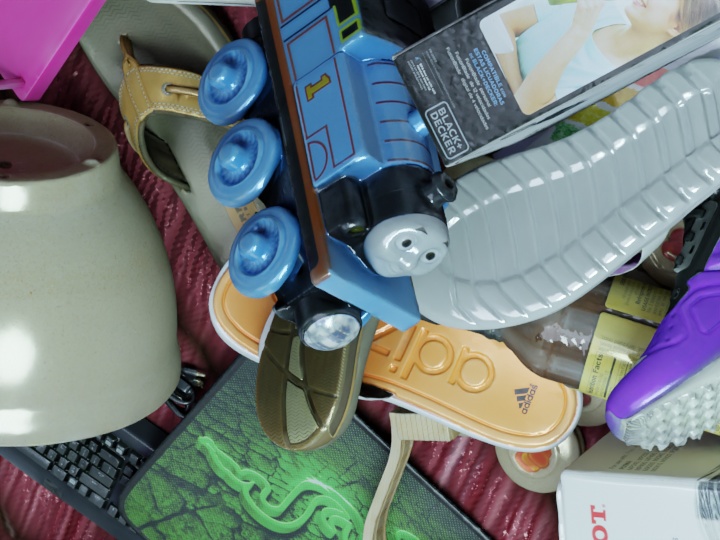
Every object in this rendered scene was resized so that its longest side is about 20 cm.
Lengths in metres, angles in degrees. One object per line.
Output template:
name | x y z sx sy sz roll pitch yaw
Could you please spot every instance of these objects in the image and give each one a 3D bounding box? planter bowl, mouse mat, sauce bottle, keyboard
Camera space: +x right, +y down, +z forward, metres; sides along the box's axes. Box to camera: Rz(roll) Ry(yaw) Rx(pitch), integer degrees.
planter bowl | -0.193 -0.010 1.601 0.200 0.200 0.135 16 117 23
mouse mat | -0.027 0.150 1.673 0.200 0.008 0.161 42 120 1
sauce bottle | 0.128 0.033 1.511 0.200 0.065 0.065 19 115 7
keyboard | -0.158 0.081 1.725 0.200 0.021 0.127 33 119 14

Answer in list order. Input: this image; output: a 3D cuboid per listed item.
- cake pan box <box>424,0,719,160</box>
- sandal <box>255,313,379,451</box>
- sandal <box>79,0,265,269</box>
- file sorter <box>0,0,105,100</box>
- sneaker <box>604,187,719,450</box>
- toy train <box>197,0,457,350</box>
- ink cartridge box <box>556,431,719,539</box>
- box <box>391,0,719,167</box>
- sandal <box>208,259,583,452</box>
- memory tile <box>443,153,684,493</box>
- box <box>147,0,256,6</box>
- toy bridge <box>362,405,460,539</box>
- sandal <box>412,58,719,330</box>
cake pan box | 0.124 -0.137 1.480 0.200 0.052 0.184 -28 88 28
sandal | 0.000 0.000 1.511 0.080 0.054 0.200 -2 69 46
sandal | -0.093 -0.075 1.611 0.080 0.054 0.200 -27 92 31
file sorter | -0.234 -0.206 1.582 0.200 0.125 0.139 52 123 22
sneaker | 0.181 0.000 1.454 0.200 0.070 0.100 -39 69 -10
toy train | -0.011 -0.059 1.444 0.114 0.087 0.200 -35 48 29
ink cartridge box | 0.210 0.162 1.519 0.200 0.084 0.145 2 107 26
box | 0.128 -0.124 1.391 0.200 0.117 0.060 -27 88 29
sandal | 0.018 0.033 1.556 0.207 0.059 0.079 20 87 11
memory tile | 0.091 0.010 1.573 0.153 0.017 0.200 39 120 12
box | -0.067 -0.242 1.527 0.078 0.095 0.200 4 110 20
toy bridge | 0.037 0.165 1.632 0.067 0.027 0.200 0 111 26
sandal | 0.113 -0.029 1.455 0.203 0.050 0.082 -28 71 15
